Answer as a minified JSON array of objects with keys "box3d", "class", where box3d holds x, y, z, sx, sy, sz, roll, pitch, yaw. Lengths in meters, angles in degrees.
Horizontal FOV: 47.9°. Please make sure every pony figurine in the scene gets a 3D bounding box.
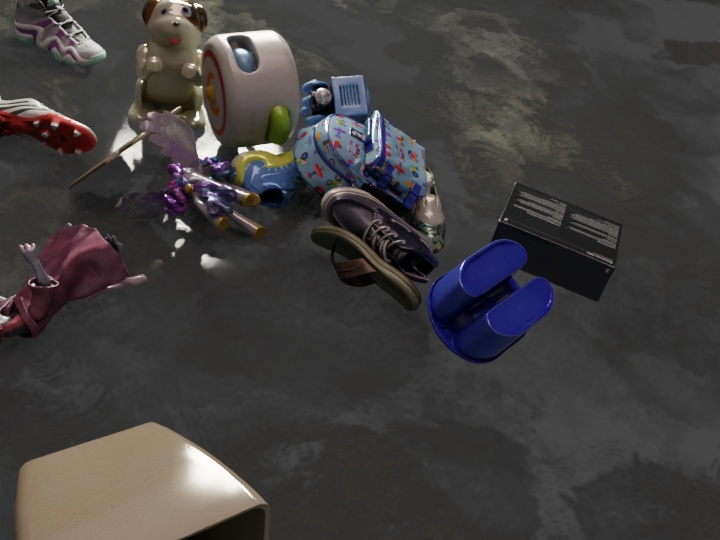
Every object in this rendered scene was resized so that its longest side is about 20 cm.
[{"box3d":[-0.252,-0.126,1.221,0.198,0.169,0.192,31,9,25],"class":"pony figurine"}]

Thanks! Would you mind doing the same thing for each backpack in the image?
[{"box3d":[-0.005,-0.174,1.300,0.198,0.134,0.184,34,34,-19],"class":"backpack"}]

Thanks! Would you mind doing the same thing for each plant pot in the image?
[{"box3d":[-0.210,0.257,0.728,0.197,0.203,0.177,-13,35,-31],"class":"plant pot"}]

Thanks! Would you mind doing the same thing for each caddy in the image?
[{"box3d":[0.184,0.047,1.173,0.198,0.105,0.142,-27,77,-41],"class":"caddy"}]

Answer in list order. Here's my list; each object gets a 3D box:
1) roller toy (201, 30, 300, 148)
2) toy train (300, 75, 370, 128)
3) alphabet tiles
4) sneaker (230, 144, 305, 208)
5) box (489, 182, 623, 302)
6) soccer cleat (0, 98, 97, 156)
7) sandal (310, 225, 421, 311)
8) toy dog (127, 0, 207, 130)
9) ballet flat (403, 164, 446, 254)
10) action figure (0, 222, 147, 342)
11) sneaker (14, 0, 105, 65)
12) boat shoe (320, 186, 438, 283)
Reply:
[{"box3d":[-0.193,-0.302,1.361,0.137,0.186,0.199,-12,14,-23],"class":"roller toy"},{"box3d":[-0.045,-0.270,1.414,0.112,0.200,0.089,-5,81,-6],"class":"toy train"},{"box3d":[-0.364,-0.192,1.259,0.006,0.165,0.201,54,37,-17],"class":"alphabet tiles"},{"box3d":[-0.115,-0.150,1.347,0.197,0.076,0.106,-13,61,-26],"class":"sneaker"},{"box3d":[0.325,-0.050,1.354,0.197,0.080,0.142,23,36,9],"class":"box"},{"box3d":[-0.519,-0.241,1.315,0.196,0.069,0.086,10,42,1],"class":"soccer cleat"},{"box3d":[0.001,0.000,1.193,0.200,0.080,0.058,37,76,17],"class":"sandal"},{"box3d":[-0.326,-0.379,1.435,0.137,0.203,0.196,10,39,-6],"class":"toy dog"},{"box3d":[0.106,-0.114,1.367,0.073,0.075,0.202,3,40,-14],"class":"ballet flat"},{"box3d":[-0.397,0.032,1.029,0.150,0.133,0.201,50,48,-23],"class":"action figure"},{"box3d":[-0.568,-0.475,1.518,0.197,0.142,0.078,21,38,8],"class":"sneaker"},{"box3d":[0.034,-0.053,1.209,0.197,0.075,0.093,26,16,-22],"class":"boat shoe"}]
